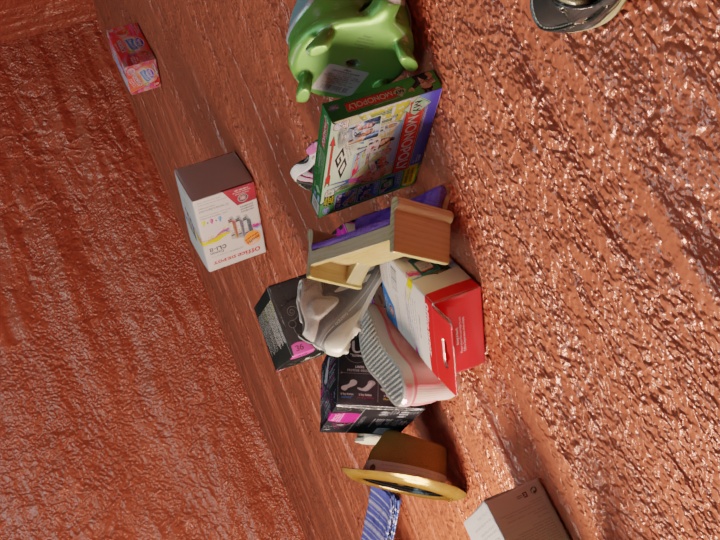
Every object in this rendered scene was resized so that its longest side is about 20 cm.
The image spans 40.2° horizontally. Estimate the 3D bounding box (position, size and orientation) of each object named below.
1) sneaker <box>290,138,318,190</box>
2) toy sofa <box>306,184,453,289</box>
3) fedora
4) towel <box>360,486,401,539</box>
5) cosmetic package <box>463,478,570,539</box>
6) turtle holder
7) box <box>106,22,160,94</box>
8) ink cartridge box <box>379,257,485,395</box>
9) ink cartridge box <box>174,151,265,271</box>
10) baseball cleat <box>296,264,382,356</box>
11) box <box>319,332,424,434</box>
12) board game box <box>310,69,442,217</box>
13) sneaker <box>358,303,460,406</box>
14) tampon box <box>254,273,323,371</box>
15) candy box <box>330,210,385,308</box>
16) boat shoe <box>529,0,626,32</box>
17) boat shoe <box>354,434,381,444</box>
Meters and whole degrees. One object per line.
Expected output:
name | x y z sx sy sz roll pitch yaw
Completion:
sneaker | -0.046 -0.139 1.448 0.087 0.080 0.200 59 169 2
toy sofa | 0.019 -0.044 1.178 0.200 0.083 0.098 -16 67 55
fedora | 0.070 0.289 1.476 0.201 0.200 0.082 129 156 -71
towel | 0.028 0.508 1.888 0.145 0.024 0.201 -164 85 -72
cosmetic package | 0.211 0.364 1.172 0.113 0.081 0.200 105 143 -60
turtle holder | -0.014 -0.275 1.070 0.186 0.140 0.132 81 -176 -66
box | -0.660 -0.617 2.865 0.103 0.094 0.200 89 156 -48
ink cartridge box | 0.095 0.049 1.210 0.200 0.067 0.116 -130 26 -52
ink cartridge box | -0.311 -0.130 2.195 0.145 0.145 0.200 -127 23 -45
baseball cleat | -0.020 0.011 1.303 0.106 0.200 0.070 27 156 -6
box | 0.015 0.169 1.459 0.200 0.132 0.115 115 157 -69
board game box | 0.013 -0.142 1.137 0.200 0.134 0.029 103 145 -62
sneaker | 0.068 0.110 1.311 0.200 0.104 0.076 -124 37 -55
tampon box | -0.085 0.081 1.690 0.200 0.149 0.127 137 113 -73
candy box | 0.000 0.000 1.478 0.200 0.061 0.137 147 103 -74
boat shoe | 0.160 -0.213 0.693 0.201 0.066 0.072 171 80 -74
boat shoe | 0.028 0.265 1.688 0.202 0.072 0.061 107 163 -76
